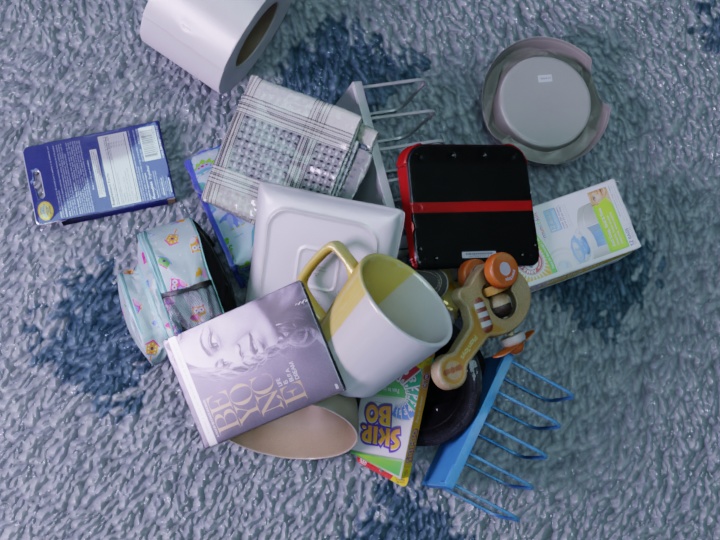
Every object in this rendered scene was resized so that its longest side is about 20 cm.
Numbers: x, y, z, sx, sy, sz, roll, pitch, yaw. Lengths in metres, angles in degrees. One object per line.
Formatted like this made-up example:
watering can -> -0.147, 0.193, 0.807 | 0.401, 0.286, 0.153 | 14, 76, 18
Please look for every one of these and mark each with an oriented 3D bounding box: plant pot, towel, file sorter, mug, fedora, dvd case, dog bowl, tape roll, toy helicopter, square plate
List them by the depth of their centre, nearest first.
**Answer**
dvd case -> -0.135, 0.119, 1.428 | 0.199, 0.016, 0.149 | -24, 85, 12
mug -> 0.009, 0.070, 1.465 | 0.149, 0.153, 0.187 | 17, 37, -37
toy helicopter -> 0.161, 0.081, 1.489 | 0.132, 0.079, 0.200 | 46, 63, -17
square plate -> -0.053, -0.005, 1.519 | 0.199, 0.028, 0.199 | 12, 111, 8
towel -> -0.094, -0.144, 1.538 | 0.199, 0.035, 0.193 | 23, 87, 3
plant pot -> -0.094, 0.157, 1.550 | 0.199, 0.201, 0.135 | 11, 58, -5
file sorter -> 0.194, 0.234, 1.587 | 0.122, 0.139, 0.201 | 27, 77, -5
fedora -> 0.103, 0.147, 1.587 | 0.091, 0.200, 0.201 | -8, 77, -51
tape roll -> -0.201, -0.373, 1.621 | 0.139, 0.203, 0.203 | 35, 77, 1
file sorter -> 0.048, -0.161, 1.638 | 0.124, 0.139, 0.201 | -12, 81, -21
dog bowl -> 0.276, -0.251, 1.728 | 0.199, 0.059, 0.201 | 1, 79, -7

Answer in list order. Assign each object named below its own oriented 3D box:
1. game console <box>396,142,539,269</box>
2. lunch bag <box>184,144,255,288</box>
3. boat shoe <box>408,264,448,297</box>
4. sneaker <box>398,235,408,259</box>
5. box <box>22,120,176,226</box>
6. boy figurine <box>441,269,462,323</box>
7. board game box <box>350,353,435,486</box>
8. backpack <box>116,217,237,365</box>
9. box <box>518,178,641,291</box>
game console -> 0.150, -0.090, 1.575 | 0.199, 0.031, 0.178 | -3, 81, -22
lunch bag -> -0.140, -0.105, 1.622 | 0.169, 0.128, 0.201 | -23, 71, -6
boat shoe -> 0.019, 0.030, 1.553 | 0.199, 0.057, 0.067 | -7, 84, 19
sneaker -> 0.000, 0.000, 1.647 | 0.199, 0.073, 0.071 | -18, 91, -1
box -> -0.377, -0.138, 1.640 | 0.199, 0.032, 0.122 | -12, 81, -10
boy figurine -> 0.115, 0.029, 1.607 | 0.199, 0.065, 0.124 | 16, 36, 7
board game box -> 0.041, 0.192, 1.566 | 0.095, 0.030, 0.201 | 21, 110, 37
backpack -> -0.250, 0.034, 1.548 | 0.153, 0.176, 0.201 | -11, 85, -8
box -> 0.288, -0.042, 1.667 | 0.199, 0.101, 0.113 | -18, 81, -10
